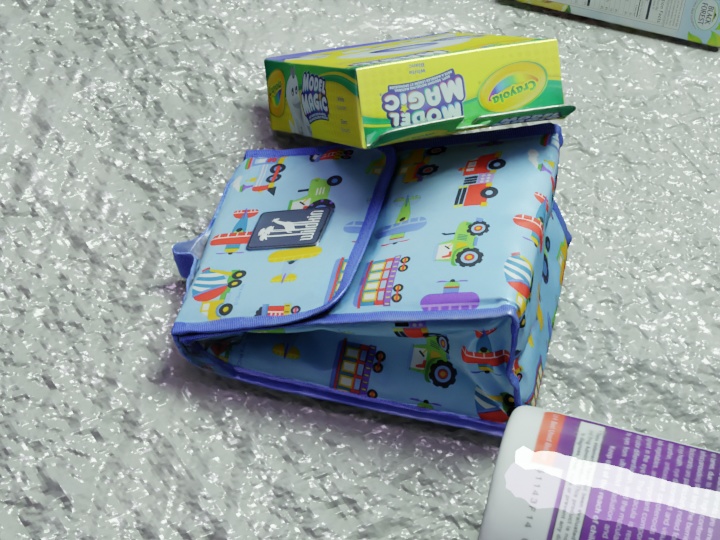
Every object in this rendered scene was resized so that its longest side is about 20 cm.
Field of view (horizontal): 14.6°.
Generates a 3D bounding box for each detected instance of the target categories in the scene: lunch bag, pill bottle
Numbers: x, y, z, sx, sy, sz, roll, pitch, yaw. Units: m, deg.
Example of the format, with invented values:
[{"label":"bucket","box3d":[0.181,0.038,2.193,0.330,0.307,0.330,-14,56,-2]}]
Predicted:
[{"label":"lunch bag","box3d":[0.000,0.000,1.477,0.200,0.094,0.151,3,43,13]},{"label":"pill bottle","box3d":[0.156,0.139,1.325,0.200,0.112,0.112,13,45,6]}]

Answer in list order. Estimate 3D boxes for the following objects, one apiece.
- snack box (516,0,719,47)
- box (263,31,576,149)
[{"label":"snack box","box3d":[0.173,-0.230,1.742,0.142,0.053,0.200,14,45,4]},{"label":"box","box3d":[0.030,-0.098,1.514,0.117,0.048,0.200,-10,11,-17]}]
